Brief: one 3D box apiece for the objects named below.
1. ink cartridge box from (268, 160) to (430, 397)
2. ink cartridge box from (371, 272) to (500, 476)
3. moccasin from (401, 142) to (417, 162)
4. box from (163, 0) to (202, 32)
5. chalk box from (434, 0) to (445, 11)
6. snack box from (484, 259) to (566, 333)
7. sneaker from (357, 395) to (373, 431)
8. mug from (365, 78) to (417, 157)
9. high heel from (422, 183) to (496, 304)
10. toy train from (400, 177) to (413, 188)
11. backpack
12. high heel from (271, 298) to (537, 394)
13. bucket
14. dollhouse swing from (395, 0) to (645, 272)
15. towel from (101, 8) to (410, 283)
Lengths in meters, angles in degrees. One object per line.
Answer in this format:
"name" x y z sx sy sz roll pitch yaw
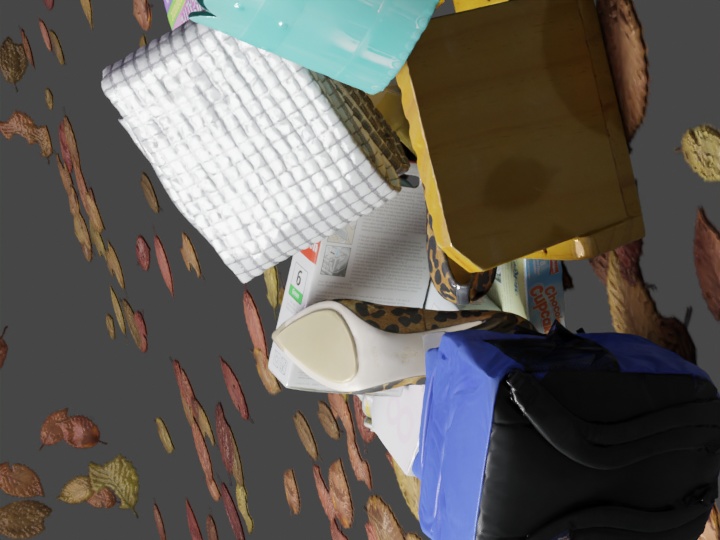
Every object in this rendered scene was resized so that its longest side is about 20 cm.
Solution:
"ink cartridge box" 0.000 0.000 1.418 0.050 0.108 0.202 38 118 60
"ink cartridge box" 0.037 0.056 1.501 0.200 0.057 0.164 46 128 47
"moccasin" 0.036 -0.128 1.508 0.200 0.077 0.075 9 98 49
"box" -0.049 -0.245 1.460 0.176 0.198 0.098 133 119 -68
"chalk box" 0.013 -0.306 1.313 0.124 0.123 0.202 147 131 -70
"snack box" 0.130 0.049 1.435 0.116 0.037 0.202 -142 40 -58
"sneaker" 0.049 0.139 1.664 0.200 0.080 0.077 46 145 51
"mug" -0.023 -0.133 1.420 0.153 0.186 0.151 -37 52 33
"high heel" 0.076 -0.081 1.305 0.143 0.071 0.202 -87 -7 -71
"toy train" -0.003 -0.014 1.638 0.085 0.113 0.202 -147 45 -62
"backpack" 0.146 0.112 1.203 0.168 0.198 0.164 -134 48 -60
"high heel" 0.039 0.058 1.361 0.199 0.142 0.072 3 92 39
"bucket" -0.014 -0.224 1.125 0.208 0.134 0.208 -61 13 25
"dollhouse swing" 0.088 -0.099 1.234 0.181 0.174 0.202 -176 71 -69
"towel" -0.080 -0.112 1.308 0.201 0.165 0.086 54 -152 -18
